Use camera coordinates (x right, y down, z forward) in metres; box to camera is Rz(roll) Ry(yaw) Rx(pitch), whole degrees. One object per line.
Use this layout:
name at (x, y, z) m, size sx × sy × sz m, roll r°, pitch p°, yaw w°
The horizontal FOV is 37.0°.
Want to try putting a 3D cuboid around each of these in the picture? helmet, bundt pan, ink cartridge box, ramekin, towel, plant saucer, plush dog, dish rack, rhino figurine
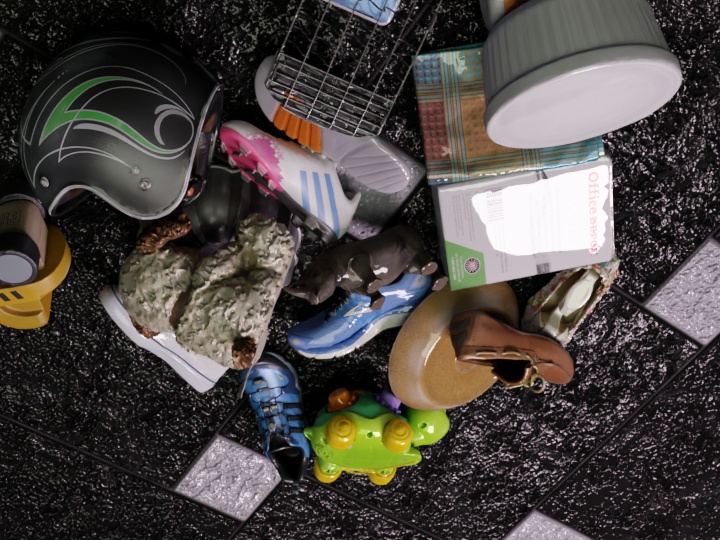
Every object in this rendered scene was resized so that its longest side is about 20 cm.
helmet at (-0.249, -0.142, 1.100) m, size 0.188 × 0.201 × 0.202 m, roll 16°, pitch 122°, yaw -2°
bundt pan at (-0.166, -0.018, 1.261) m, size 0.198 × 0.076 × 0.205 m, roll -3°, pitch 125°, yaw -4°
ink cartridge box at (0.187, -0.073, 1.250) m, size 0.196 × 0.085 × 0.148 m, roll -10°, pitch 126°, yaw 0°
ramekin at (0.210, -0.203, 1.066) m, size 0.199 × 0.096 × 0.203 m, roll -11°, pitch 167°, yaw -3°
towel at (0.160, -0.179, 1.170) m, size 0.196 × 0.022 × 0.149 m, roll -8°, pitch 89°, yaw 1°
plant saucer at (0.128, 0.101, 1.345) m, size 0.198 × 0.035 × 0.203 m, roll -19°, pitch 129°, yaw -24°
plush dog at (-0.180, 0.032, 1.164) m, size 0.169 × 0.161 × 0.202 m, roll 20°, pitch 122°, yaw -1°
dish rack at (-0.006, -0.243, 1.100) m, size 0.151 × 0.055 × 0.202 m, roll 20°, pitch 110°, yaw -17°
rhino figurine at (0.000, 0.000, 1.226) m, size 0.197 × 0.088 × 0.060 m, roll -15°, pitch 138°, yaw -27°

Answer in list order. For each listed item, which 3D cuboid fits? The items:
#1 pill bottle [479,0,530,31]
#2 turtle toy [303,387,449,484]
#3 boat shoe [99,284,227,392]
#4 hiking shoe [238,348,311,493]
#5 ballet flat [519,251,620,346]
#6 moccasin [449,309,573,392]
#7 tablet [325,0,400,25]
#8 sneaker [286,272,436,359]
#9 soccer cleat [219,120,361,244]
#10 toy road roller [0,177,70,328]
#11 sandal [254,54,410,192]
pill bottle at (0.215, -0.312, 1.074) m, size 0.196 × 0.113 × 0.114 m, roll -13°, pitch 125°, yaw 3°
turtle toy at (0.022, 0.209, 1.416) m, size 0.196 × 0.103 × 0.146 m, roll 4°, pitch 146°, yaw -11°
boat shoe at (-0.234, 0.069, 1.326) m, size 0.067 × 0.074 × 0.200 m, roll -40°, pitch 130°, yaw 4°
hiking shoe at (-0.104, 0.190, 1.400) m, size 0.073 × 0.087 × 0.202 m, roll -18°, pitch 124°, yaw 7°
ballet flat at (0.250, 0.046, 1.339) m, size 0.075 × 0.064 × 0.202 m, roll 30°, pitch 125°, yaw 4°
moccasin at (0.187, 0.109, 1.300) m, size 0.073 × 0.079 × 0.200 m, roll -16°, pitch 151°, yaw 39°
tablet at (0.012, -0.358, 1.083) m, size 0.128 × 0.014 × 0.202 m, roll 19°, pitch 120°, yaw -17°
sneaker at (-0.005, 0.037, 1.322) m, size 0.198 × 0.079 × 0.090 m, roll -26°, pitch 116°, yaw 2°
soccer cleat at (-0.076, -0.115, 1.209) m, size 0.200 × 0.069 × 0.087 m, roll 45°, pitch 70°, yaw -34°
toy road roller at (-0.429, -0.002, 1.222) m, size 0.196 × 0.124 × 0.147 m, roll -9°, pitch 136°, yaw 0°
sandal at (-0.027, -0.165, 1.182) m, size 0.206 × 0.060 × 0.079 m, roll 38°, pitch 134°, yaw -14°
